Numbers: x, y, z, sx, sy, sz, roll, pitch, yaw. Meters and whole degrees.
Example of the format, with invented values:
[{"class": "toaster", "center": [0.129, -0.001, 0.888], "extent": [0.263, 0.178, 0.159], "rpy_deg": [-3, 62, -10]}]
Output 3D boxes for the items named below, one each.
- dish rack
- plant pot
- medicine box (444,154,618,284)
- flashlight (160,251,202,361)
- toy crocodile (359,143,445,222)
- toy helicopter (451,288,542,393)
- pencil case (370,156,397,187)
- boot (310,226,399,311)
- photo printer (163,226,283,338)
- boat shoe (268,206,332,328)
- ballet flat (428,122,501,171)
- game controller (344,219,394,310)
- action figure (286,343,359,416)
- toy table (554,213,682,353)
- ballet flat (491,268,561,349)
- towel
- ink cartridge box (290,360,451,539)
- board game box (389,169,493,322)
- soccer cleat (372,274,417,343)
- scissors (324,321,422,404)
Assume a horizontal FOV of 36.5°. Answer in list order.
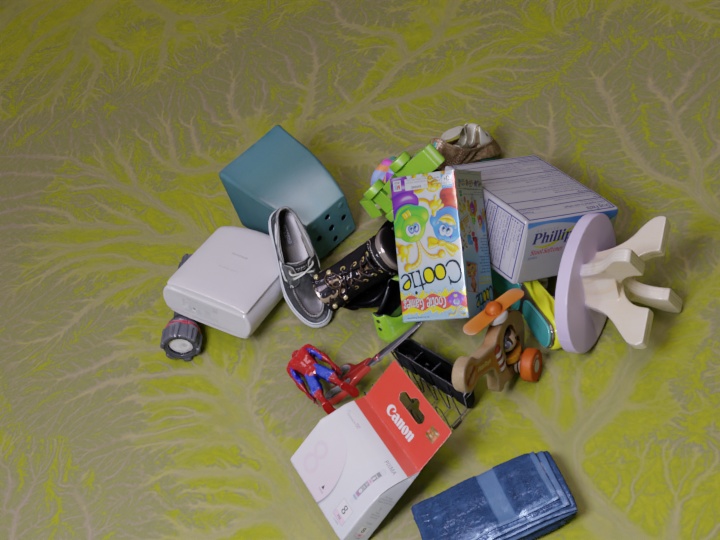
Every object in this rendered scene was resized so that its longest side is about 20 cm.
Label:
[{"class": "dish rack", "center": [0.053, 0.203, 1.529], "extent": [0.200, 0.055, 0.153], "rpy_deg": [-44, 45, -19]}, {"class": "plant pot", "center": [-0.111, -0.117, 1.862], "extent": [0.141, 0.142, 0.200], "rpy_deg": [-41, 54, -16]}, {"class": "medicine box", "center": [0.243, -0.081, 1.624], "extent": [0.181, 0.104, 0.200], "rpy_deg": [-10, 34, -32]}, {"class": "flashlight", "center": [-0.288, 0.055, 1.820], "extent": [0.067, 0.068, 0.201], "rpy_deg": [-13, 45, 16]}, {"class": "toy crocodile", "center": [0.065, -0.141, 1.749], "extent": [0.200, 0.067, 0.062], "rpy_deg": [-43, 6, 46]}, {"class": "toy helicopter", "center": [0.175, 0.104, 1.466], "extent": [0.078, 0.134, 0.200], "rpy_deg": [7, 19, 30]}, {"class": "pencil case", "center": [0.111, -0.135, 1.808], "extent": [0.199, 0.089, 0.089], "rpy_deg": [16, 56, 37]}, {"class": "boot", "center": [0.000, 0.000, 1.620], "extent": [0.150, 0.073, 0.200], "rpy_deg": [-33, 4, 9]}, {"class": "photo printer", "center": [-0.200, 0.008, 1.785], "extent": [0.165, 0.070, 0.200], "rpy_deg": [20, 44, 19]}, {"class": "boat shoe", "center": [-0.100, -0.005, 1.717], "extent": [0.072, 0.071, 0.201], "rpy_deg": [-23, 84, -8]}, {"class": "ballet flat", "center": [0.175, -0.207, 1.796], "extent": [0.070, 0.066, 0.199], "rpy_deg": [16, 24, 31]}, {"class": "game controller", "center": [0.039, -0.017, 1.743], "extent": [0.104, 0.042, 0.201], "rpy_deg": [-13, 38, 52]}, {"class": "action figure", "center": [-0.063, 0.157, 1.607], "extent": [0.066, 0.052, 0.200], "rpy_deg": [-51, 29, -1]}, {"class": "toy table", "center": [0.352, 0.018, 1.495], "extent": [0.116, 0.183, 0.202], "rpy_deg": [1, 79, 40]}, {"class": "ballet flat", "center": [0.255, 0.040, 1.596], "extent": [0.066, 0.067, 0.200], "rpy_deg": [-14, 43, -19]}, {"class": "towel", "center": [0.165, 0.303, 1.383], "extent": [0.199, 0.049, 0.112], "rpy_deg": [-25, 42, 1]}, {"class": "ink cartridge box", "center": [0.009, 0.237, 1.459], "extent": [0.201, 0.057, 0.163], "rpy_deg": [-56, 43, 14]}, {"class": "board game box", "center": [0.115, -0.034, 1.532], "extent": [0.102, 0.105, 0.202], "rpy_deg": [-6, 89, 28]}, {"class": "soccer cleat", "center": [0.082, 0.022, 1.670], "extent": [0.067, 0.081, 0.201], "rpy_deg": [11, 54, 32]}, {"class": "scissors", "center": [0.016, 0.137, 1.572], "extent": [0.199, 0.014, 0.073], "rpy_deg": [-32, 24, 39]}]
